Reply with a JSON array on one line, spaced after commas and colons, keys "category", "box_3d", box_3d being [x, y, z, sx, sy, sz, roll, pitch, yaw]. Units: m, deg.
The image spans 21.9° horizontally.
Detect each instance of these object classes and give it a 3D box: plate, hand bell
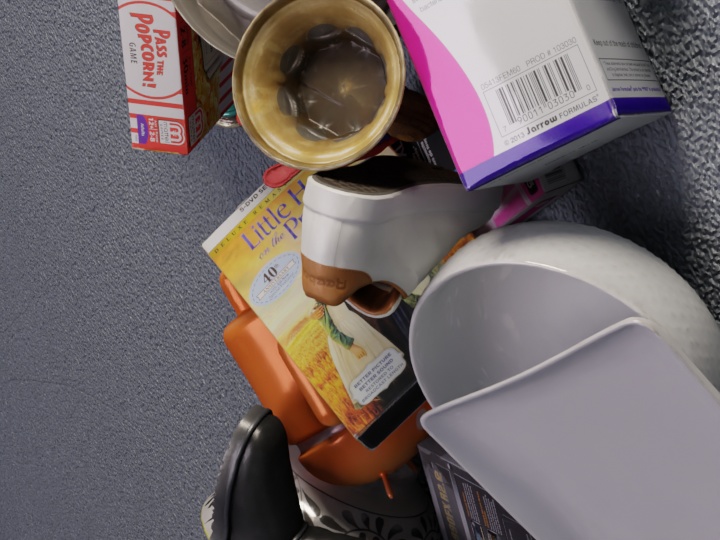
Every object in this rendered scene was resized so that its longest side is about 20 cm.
[{"category": "plate", "box_3d": [0.162, 0.116, 1.068, 0.200, 0.032, 0.200, 46, 141, -12]}, {"category": "hand bell", "box_3d": [0.010, -0.103, 1.127, 0.104, 0.200, 0.105, -1, 87, 20]}]

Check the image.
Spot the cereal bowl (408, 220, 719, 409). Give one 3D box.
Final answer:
[{"category": "cereal bowl", "box_3d": [0.133, 0.046, 1.108, 0.199, 0.083, 0.201, 21, 140, 18]}]

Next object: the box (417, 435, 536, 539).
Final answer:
[{"category": "box", "box_3d": [0.122, 0.215, 1.281, 0.158, 0.048, 0.201, 22, 133, 56]}]

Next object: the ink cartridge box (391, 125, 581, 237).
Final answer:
[{"category": "ink cartridge box", "box_3d": [0.071, -0.064, 1.241, 0.095, 0.037, 0.200, 66, 154, 8]}]

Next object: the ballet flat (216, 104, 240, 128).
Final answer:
[{"category": "ballet flat", "box_3d": [-0.127, -0.171, 1.517, 0.200, 0.067, 0.062, 53, 175, 37]}]

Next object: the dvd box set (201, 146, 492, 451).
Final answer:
[{"category": "dvd box set", "box_3d": [0.000, 0.000, 1.235, 0.200, 0.146, 0.029, 50, -176, 34]}]

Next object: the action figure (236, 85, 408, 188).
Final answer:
[{"category": "action figure", "box_3d": [-0.014, -0.100, 1.196, 0.052, 0.200, 0.066, -28, 89, 31]}]

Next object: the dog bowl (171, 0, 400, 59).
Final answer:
[{"category": "dog bowl", "box_3d": [-0.030, -0.220, 1.181, 0.201, 0.199, 0.059, 63, -167, 14]}]

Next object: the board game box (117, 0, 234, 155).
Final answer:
[{"category": "board game box", "box_3d": [-0.110, -0.194, 1.324, 0.046, 0.200, 0.152, 8, 122, 16]}]

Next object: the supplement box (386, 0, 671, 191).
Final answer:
[{"category": "supplement box", "box_3d": [0.081, -0.158, 1.054, 0.101, 0.103, 0.201, -25, 85, 27]}]

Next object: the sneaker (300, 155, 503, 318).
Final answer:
[{"category": "sneaker", "box_3d": [0.019, -0.020, 1.113, 0.073, 0.200, 0.085, 18, 106, 28]}]

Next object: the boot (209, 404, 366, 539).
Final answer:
[{"category": "boot", "box_3d": [-0.002, 0.192, 1.276, 0.199, 0.066, 0.166, 21, 126, 15]}]

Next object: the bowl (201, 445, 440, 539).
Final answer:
[{"category": "bowl", "box_3d": [-0.013, 0.179, 1.421, 0.201, 0.200, 0.095, 40, 114, 44]}]

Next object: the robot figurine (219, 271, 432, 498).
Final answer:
[{"category": "robot figurine", "box_3d": [-0.020, 0.068, 1.336, 0.201, 0.116, 0.144, 58, 153, 2]}]
